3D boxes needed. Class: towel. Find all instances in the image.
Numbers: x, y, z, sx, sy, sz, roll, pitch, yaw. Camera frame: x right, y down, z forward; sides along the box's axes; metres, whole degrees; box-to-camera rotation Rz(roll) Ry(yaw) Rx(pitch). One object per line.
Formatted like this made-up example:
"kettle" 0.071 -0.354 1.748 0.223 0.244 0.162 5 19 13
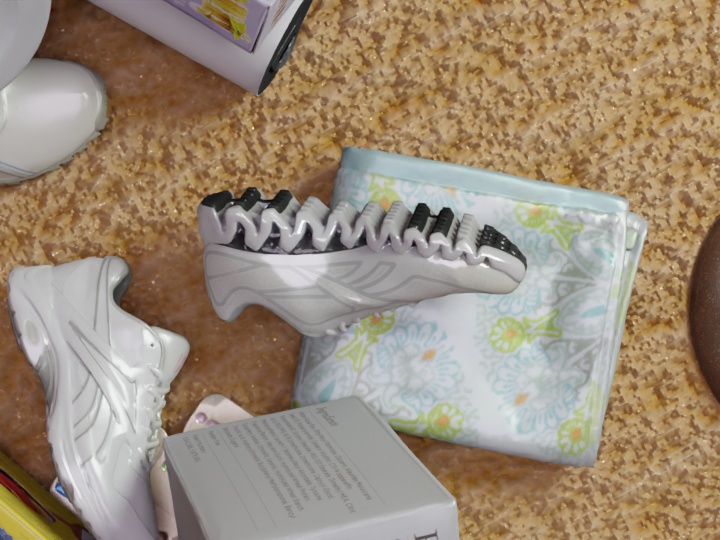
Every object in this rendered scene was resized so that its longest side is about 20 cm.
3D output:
"towel" 0.068 0.023 1.028 0.198 0.048 0.173 12 88 0

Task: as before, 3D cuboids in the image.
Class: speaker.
"speaker" -0.128 -0.188 1.012 0.199 0.081 0.082 30 89 0

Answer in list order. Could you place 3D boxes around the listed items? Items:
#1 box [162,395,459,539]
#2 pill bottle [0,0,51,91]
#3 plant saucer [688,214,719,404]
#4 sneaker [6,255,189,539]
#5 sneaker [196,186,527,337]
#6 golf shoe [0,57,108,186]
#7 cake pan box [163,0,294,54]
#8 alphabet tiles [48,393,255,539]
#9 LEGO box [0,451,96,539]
"box" -0.022 0.200 0.923 0.130 0.200 0.201 -11 103 -12
"pill bottle" -0.281 -0.190 0.961 0.120 0.120 0.200 -47 58 -1
"plant saucer" 0.309 0.025 1.037 0.199 0.037 0.202 0 90 -1
"sneaker" -0.145 0.077 0.998 0.099 0.078 0.201 -18 78 -7
"sneaker" 0.000 0.000 0.978 0.198 0.075 0.082 6 103 13
"golf shoe" -0.253 -0.089 1.001 0.198 0.097 0.079 -10 88 -2
"cake pan box" -0.091 -0.246 0.983 0.184 0.052 0.200 34 53 0
"alphabet tiles" -0.110 0.184 1.039 0.195 0.015 0.201 35 89 -1
"LEGO box" -0.256 0.185 0.995 0.200 0.077 0.149 39 94 4
